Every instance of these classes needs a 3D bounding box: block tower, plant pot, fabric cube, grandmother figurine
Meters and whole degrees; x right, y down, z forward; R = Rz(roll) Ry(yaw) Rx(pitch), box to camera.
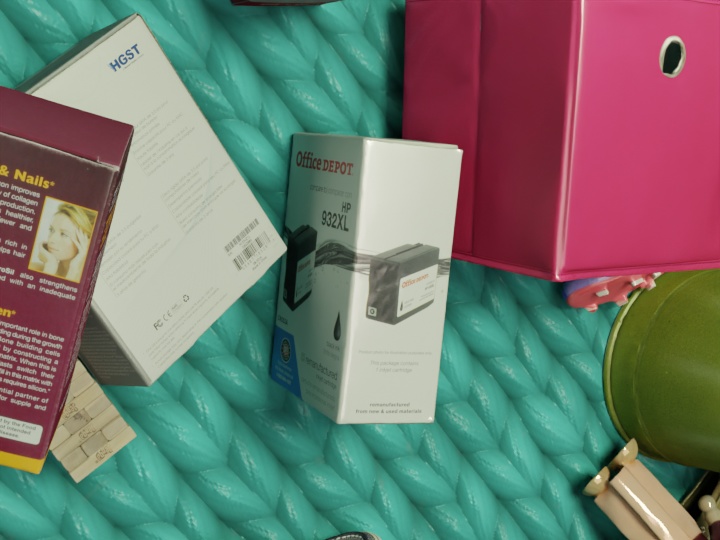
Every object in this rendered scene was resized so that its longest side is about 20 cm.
[{"bbox_3d":[-0.235,0.048,0.753,0.054,0.058,0.201,-37,111,-15],"label":"block tower"},{"bbox_3d":[0.356,0.101,0.996,0.198,0.192,0.204,-4,99,-24],"label":"plant pot"},{"bbox_3d":[0.160,-0.109,0.856,0.194,0.199,0.203,-3,100,-34],"label":"fabric cube"},{"bbox_3d":[0.291,0.255,1.003,0.121,0.061,0.200,-43,71,-9],"label":"grandmother figurine"}]

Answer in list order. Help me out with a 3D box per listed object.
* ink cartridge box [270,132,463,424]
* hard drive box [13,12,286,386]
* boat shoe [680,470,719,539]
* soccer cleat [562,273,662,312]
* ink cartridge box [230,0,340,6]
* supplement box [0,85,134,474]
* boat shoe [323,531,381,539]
[{"bbox_3d":[0.000,0.000,0.839,0.083,0.145,0.203,3,97,-24],"label":"ink cartridge box"},{"bbox_3d":[-0.167,-0.047,0.767,0.156,0.076,0.201,-46,116,-34],"label":"hard drive box"},{"bbox_3d":[0.305,0.259,1.068,0.200,0.073,0.063,-36,94,-14],"label":"boat shoe"},{"bbox_3d":[0.262,-0.027,1.013,0.198,0.067,0.077,-24,72,-12],"label":"soccer cleat"},{"bbox_3d":[-0.025,-0.261,0.756,0.082,0.200,0.148,-4,100,-24],"label":"ink cartridge box"},{"bbox_3d":[-0.212,0.003,0.652,0.109,0.086,0.202,16,110,-11],"label":"supplement box"},{"bbox_3d":[-0.074,0.249,0.882,0.199,0.075,0.094,-31,117,-17],"label":"boat shoe"}]
